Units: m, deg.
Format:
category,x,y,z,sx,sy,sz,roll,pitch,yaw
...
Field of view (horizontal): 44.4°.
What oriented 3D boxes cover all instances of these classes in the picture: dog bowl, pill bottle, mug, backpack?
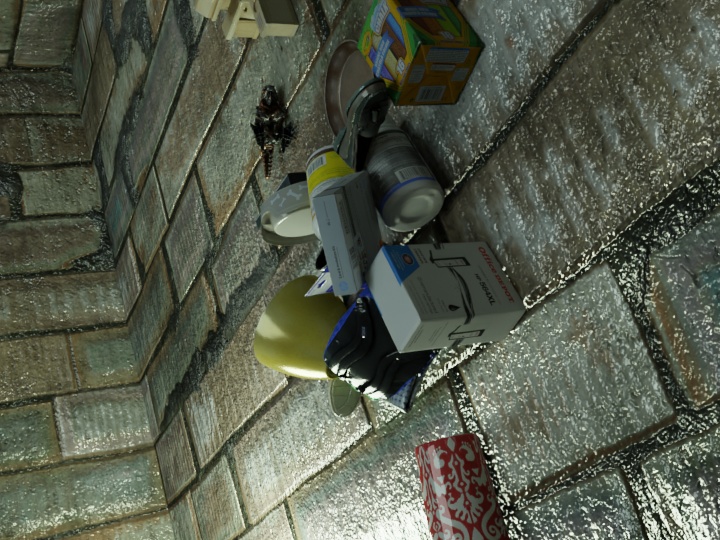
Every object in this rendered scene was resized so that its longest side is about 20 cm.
category,x,y,z,sx,sy,sz,roll,pitch,yaw
dog bowl,-0.106,-0.116,1.746,0.200,0.200,0.059,-43,59,55
pill bottle,-0.036,-0.122,1.581,0.109,0.109,0.200,120,150,-47
pill bottle,0.053,-0.174,1.522,0.200,0.114,0.114,63,145,34
mug,0.151,0.382,1.443,0.178,0.133,0.200,-40,57,54
backpack,0.049,0.105,1.452,0.162,0.168,0.200,36,128,3

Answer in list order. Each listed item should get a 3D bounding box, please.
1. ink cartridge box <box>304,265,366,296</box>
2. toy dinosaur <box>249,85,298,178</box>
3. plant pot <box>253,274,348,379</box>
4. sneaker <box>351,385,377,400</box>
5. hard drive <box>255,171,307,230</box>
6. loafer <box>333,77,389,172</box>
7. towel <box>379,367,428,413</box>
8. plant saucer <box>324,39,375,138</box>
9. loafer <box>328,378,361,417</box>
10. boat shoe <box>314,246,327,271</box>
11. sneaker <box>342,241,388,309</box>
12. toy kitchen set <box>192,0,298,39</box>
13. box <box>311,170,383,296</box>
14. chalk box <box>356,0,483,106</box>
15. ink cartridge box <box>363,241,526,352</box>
category,x,y,z,sx,sy,sz,roll,pitch,yaw
ink cartridge box,0.000,0.000,1.564,0.099,0.200,0.039,-46,57,53
toy dinosaur,-0.201,-0.316,2.009,0.136,0.102,0.200,-137,29,-70
plant pot,-0.083,0.129,1.684,0.142,0.200,0.200,31,125,30
sneaker,0.043,0.201,1.680,0.200,0.074,0.084,-4,123,55
hard drive,-0.119,-0.141,1.812,0.200,0.139,0.033,-45,58,55
loafer,0.011,-0.230,1.418,0.063,0.072,0.200,60,156,15
towel,0.062,0.134,1.586,0.192,0.034,0.200,19,89,54
plant saucer,-0.010,-0.338,1.689,0.200,0.034,0.201,22,115,59
loafer,-0.032,0.197,1.811,0.063,0.072,0.200,-159,71,-76
boat shoe,-0.034,-0.055,1.756,0.200,0.063,0.073,-56,48,50
sneaker,0.000,0.003,1.696,0.080,0.071,0.200,58,144,31
toy kitchen set,-0.267,-0.554,1.976,0.200,0.163,0.181,-51,52,52
box,-0.014,-0.064,1.397,0.041,0.200,0.156,-9,104,18
chalk box,0.083,-0.376,1.419,0.200,0.125,0.124,62,145,31
ink cartridge box,0.128,0.036,1.341,0.146,0.200,0.084,63,143,32
